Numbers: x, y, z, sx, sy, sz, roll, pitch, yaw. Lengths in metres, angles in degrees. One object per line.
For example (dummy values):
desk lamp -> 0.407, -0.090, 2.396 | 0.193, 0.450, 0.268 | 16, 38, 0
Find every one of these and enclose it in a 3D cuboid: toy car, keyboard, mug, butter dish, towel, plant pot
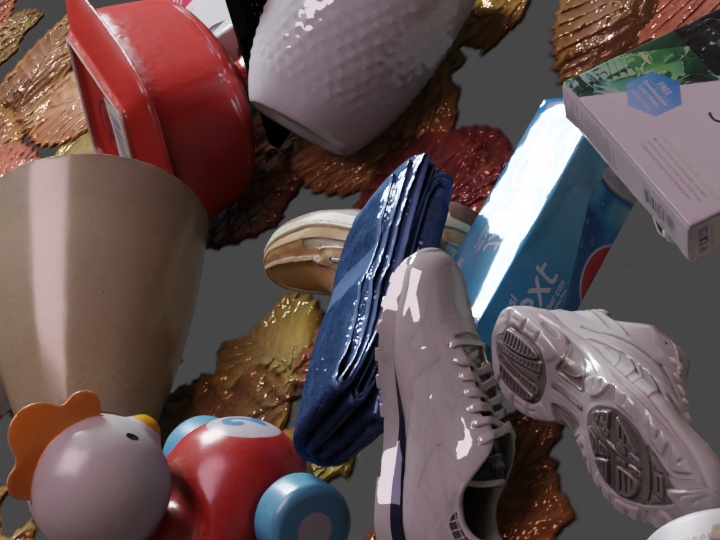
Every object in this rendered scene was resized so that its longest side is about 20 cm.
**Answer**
toy car -> -0.144, 0.142, 1.559 | 0.177, 0.200, 0.184 | -51, 30, -10
keyboard -> -0.069, -0.207, 1.907 | 0.039, 0.201, 0.104 | -2, 36, 20
mug -> -0.008, -0.185, 1.871 | 0.176, 0.147, 0.200 | -61, 1, -4
butter dish -> -0.143, -0.139, 1.940 | 0.147, 0.201, 0.200 | -22, 44, -14
towel -> 0.005, 0.026, 1.557 | 0.112, 0.048, 0.201 | -48, 23, 55
plant pot -> -0.210, 0.046, 1.809 | 0.187, 0.187, 0.201 | -26, 49, 30

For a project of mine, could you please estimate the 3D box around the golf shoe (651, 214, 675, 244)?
golf shoe -> 0.230, -0.042, 1.463 | 0.200, 0.077, 0.088 | -115, 39, -49

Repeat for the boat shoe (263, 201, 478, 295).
boat shoe -> 0.000, 0.000, 1.691 | 0.200, 0.072, 0.076 | -11, 56, 45

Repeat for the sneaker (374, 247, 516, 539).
sneaker -> 0.059, 0.085, 1.448 | 0.080, 0.076, 0.201 | -6, 84, 41

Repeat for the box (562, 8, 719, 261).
box -> 0.242, -0.101, 1.414 | 0.199, 0.036, 0.144 | -25, 51, -14

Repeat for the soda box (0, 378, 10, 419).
soda box -> -0.343, 0.107, 1.984 | 0.200, 0.068, 0.063 | -46, 28, -2

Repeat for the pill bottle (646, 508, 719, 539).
pill bottle -> 0.179, 0.226, 1.129 | 0.119, 0.120, 0.200 | -22, 37, 35

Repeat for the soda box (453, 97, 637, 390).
soda box -> 0.119, -0.020, 1.559 | 0.064, 0.068, 0.200 | 1, 53, 51

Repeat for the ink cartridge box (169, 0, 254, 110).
ink cartridge box -> -0.070, -0.234, 2.045 | 0.200, 0.083, 0.146 | -32, 32, 24

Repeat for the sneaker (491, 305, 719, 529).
sneaker -> 0.166, 0.074, 1.380 | 0.099, 0.078, 0.200 | -14, 40, -28
